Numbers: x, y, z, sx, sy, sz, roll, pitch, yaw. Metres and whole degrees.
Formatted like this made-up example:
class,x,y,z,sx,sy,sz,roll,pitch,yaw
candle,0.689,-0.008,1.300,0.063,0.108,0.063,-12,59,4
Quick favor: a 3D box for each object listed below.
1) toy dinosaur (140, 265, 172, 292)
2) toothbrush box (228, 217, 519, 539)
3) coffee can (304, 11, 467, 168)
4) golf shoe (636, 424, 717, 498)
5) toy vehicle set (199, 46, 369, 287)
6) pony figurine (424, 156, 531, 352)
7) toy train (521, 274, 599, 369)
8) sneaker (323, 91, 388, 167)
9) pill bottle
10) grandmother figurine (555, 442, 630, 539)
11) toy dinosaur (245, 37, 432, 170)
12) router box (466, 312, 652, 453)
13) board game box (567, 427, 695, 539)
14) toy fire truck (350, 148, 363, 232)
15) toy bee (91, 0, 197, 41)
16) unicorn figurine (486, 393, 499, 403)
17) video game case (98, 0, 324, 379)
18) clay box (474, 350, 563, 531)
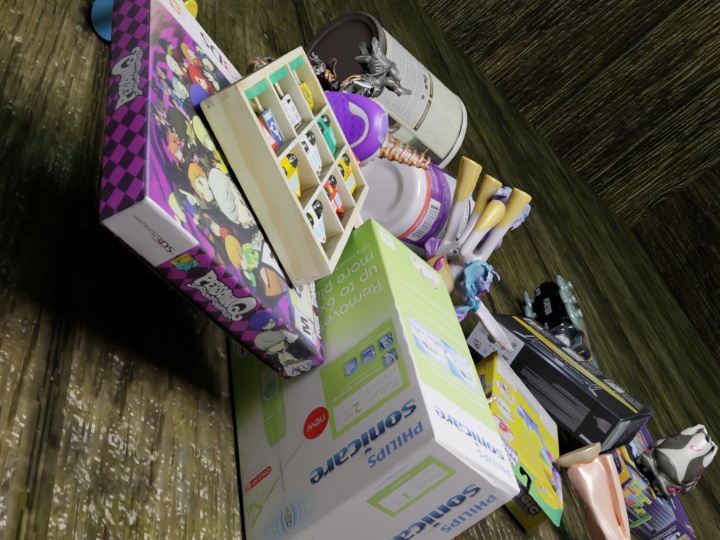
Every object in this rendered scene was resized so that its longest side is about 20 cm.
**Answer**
class,x,y,z,sx,sy,sz,roll,pitch,yaw
toy dinosaur,-0.100,-0.024,0.679,0.200,0.086,0.136,41,23,-43
toothbrush box,-0.003,0.087,0.594,0.086,0.145,0.200,37,25,-35
coffee can,0.029,-0.224,1.213,0.200,0.146,0.147,31,28,-44
golf shoe,0.423,0.241,1.178,0.077,0.088,0.200,56,19,17
toy vehicle set,-0.043,-0.081,0.628,0.125,0.026,0.200,63,15,-15
pony figurine,0.098,-0.002,0.939,0.166,0.201,0.193,30,7,19
toy train,0.298,0.088,1.358,0.114,0.085,0.200,58,15,-16
sneaker,-0.076,-0.130,0.821,0.099,0.199,0.070,-2,98,-61
pill bottle,0.067,-0.074,1.081,0.200,0.111,0.112,17,39,-58
grandmother figurine,0.251,0.273,0.893,0.121,0.060,0.201,5,62,-63
toy dinosaur,-0.020,-0.157,0.927,0.200,0.102,0.136,50,41,-1
router box,0.239,0.130,1.094,0.200,0.052,0.157,40,15,27
board game box,0.340,0.246,1.194,0.165,0.057,0.200,40,22,-25
toy fire truck,0.000,0.000,0.781,0.201,0.049,0.141,61,-18,24
toy bee,-0.198,-0.254,0.831,0.200,0.109,0.131,45,22,-16
unicorn figurine,0.041,0.139,0.727,0.138,0.074,0.200,51,32,-27
video game case,-0.088,-0.058,0.567,0.181,0.036,0.201,49,25,-46
clay box,0.151,0.173,0.923,0.115,0.048,0.200,50,20,-7
